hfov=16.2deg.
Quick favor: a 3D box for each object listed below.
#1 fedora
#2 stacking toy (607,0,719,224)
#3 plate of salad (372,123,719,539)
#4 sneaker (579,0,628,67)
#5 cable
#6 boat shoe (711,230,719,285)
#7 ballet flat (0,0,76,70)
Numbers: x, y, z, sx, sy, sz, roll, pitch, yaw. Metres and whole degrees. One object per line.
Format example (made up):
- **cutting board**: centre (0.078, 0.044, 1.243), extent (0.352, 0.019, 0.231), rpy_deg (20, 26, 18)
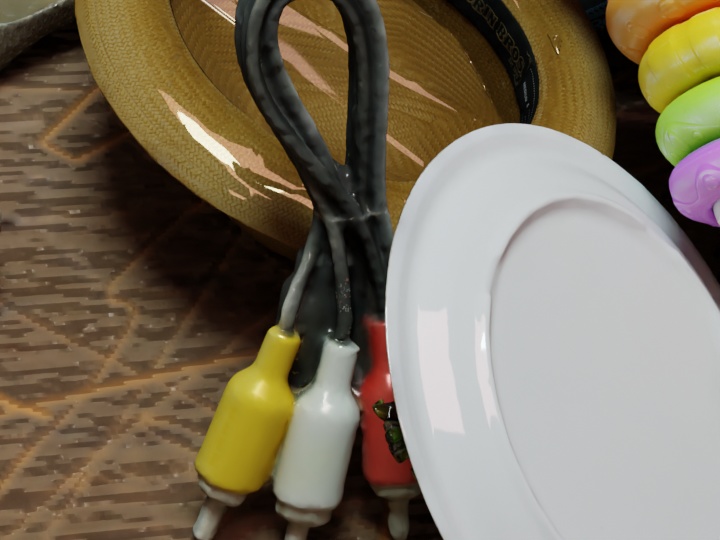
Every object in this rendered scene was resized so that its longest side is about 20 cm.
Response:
- **fedora**: centre (-0.010, -0.062, 0.905), extent (0.201, 0.082, 0.201), rpy_deg (9, 53, -12)
- **stacking toy**: centre (0.140, -0.054, 0.856), extent (0.116, 0.110, 0.200), rpy_deg (15, 63, -51)
- **plate of salad**: centre (0.071, 0.049, 0.821), extent (0.200, 0.048, 0.200), rpy_deg (24, 55, -40)
- **sneaker**: centre (0.137, -0.118, 0.986), extent (0.200, 0.082, 0.073), rpy_deg (-6, 52, -20)
- **cable**: centre (0.000, 0.000, 0.798), extent (0.097, 0.200, 0.050), rpy_deg (0, 28, -14)
- **boat shoe**: centre (0.162, -0.010, 0.911), extent (0.068, 0.072, 0.200), rpy_deg (-12, 58, -25)
- **ballet flat**: centre (-0.118, -0.113, 0.941), extent (0.200, 0.046, 0.067), rpy_deg (-19, 58, -27)
